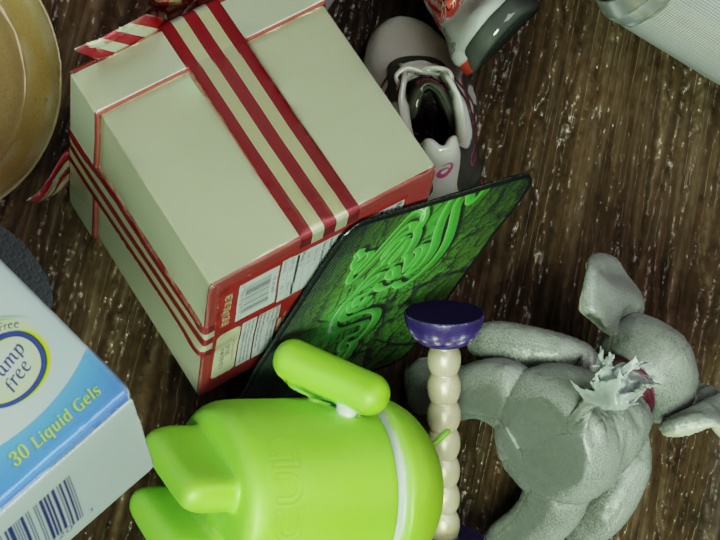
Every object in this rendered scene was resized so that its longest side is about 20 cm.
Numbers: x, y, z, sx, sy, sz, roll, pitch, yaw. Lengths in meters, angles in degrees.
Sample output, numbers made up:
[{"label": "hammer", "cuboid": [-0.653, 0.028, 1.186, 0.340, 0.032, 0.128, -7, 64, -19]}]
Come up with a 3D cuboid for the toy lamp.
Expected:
[{"label": "toy lamp", "cuboid": [0.054, 0.122, 1.617, 0.058, 0.058, 0.202, -9, 110, -28]}]

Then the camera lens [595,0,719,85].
[{"label": "camera lens", "cuboid": [0.273, -0.210, 1.783, 0.199, 0.160, 0.161, 29, 67, -18]}]

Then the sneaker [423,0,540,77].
[{"label": "sneaker", "cuboid": [0.059, -0.190, 1.666, 0.067, 0.201, 0.108, -43, 93, 7]}]

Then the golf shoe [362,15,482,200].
[{"label": "golf shoe", "cuboid": [0.046, -0.109, 1.651, 0.076, 0.088, 0.201, -6, 47, -7]}]

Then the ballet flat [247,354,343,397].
[{"label": "ballet flat", "cuboid": [0.000, 0.000, 1.649, 0.068, 0.068, 0.200, 46, 63, -12]}]

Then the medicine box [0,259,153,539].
[{"label": "medicine box", "cuboid": [-0.246, 0.081, 1.370, 0.182, 0.103, 0.200, -41, 68, -17]}]

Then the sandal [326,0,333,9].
[{"label": "sandal", "cuboid": [-0.024, -0.238, 1.670, 0.079, 0.059, 0.207, 30, 104, -42]}]

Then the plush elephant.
[{"label": "plush elephant", "cuboid": [0.154, 0.085, 1.663, 0.154, 0.200, 0.166, -24, 81, -47]}]

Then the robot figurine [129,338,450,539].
[{"label": "robot figurine", "cuboid": [-0.036, 0.135, 1.538, 0.199, 0.116, 0.177, 0, 118, -30]}]

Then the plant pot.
[{"label": "plant pot", "cuboid": [-0.282, -0.124, 1.564, 0.199, 0.027, 0.202, 7, 75, -26]}]

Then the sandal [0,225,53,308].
[{"label": "sandal", "cuboid": [-0.279, 0.000, 1.502, 0.199, 0.043, 0.077, 9, 51, -26]}]

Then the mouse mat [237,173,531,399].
[{"label": "mouse mat", "cuboid": [0.011, 0.017, 1.572, 0.160, 0.200, 0.008, -17, 62, -39]}]

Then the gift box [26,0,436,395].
[{"label": "gift box", "cuboid": [-0.086, -0.060, 1.530, 0.199, 0.185, 0.187, -25, 69, -23]}]
